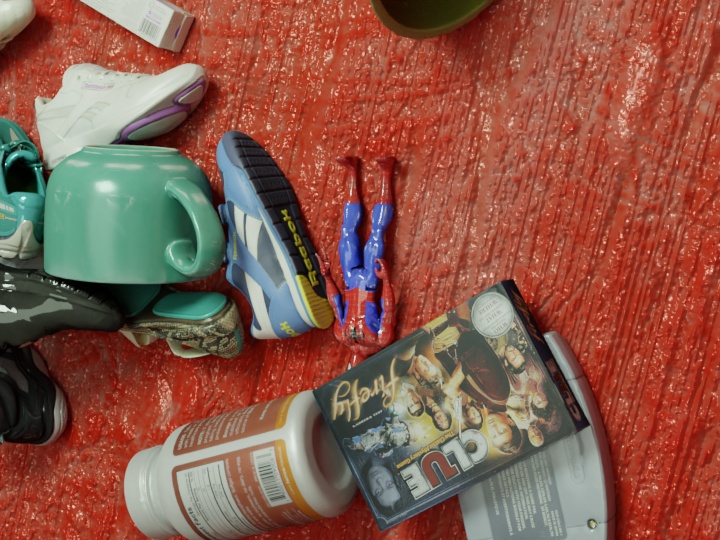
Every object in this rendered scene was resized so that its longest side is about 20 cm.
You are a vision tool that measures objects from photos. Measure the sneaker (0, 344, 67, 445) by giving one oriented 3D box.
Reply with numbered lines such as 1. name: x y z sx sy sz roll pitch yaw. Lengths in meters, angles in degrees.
1. sneaker: -0.383 0.094 1.265 0.075 0.114 0.200 -45 74 20

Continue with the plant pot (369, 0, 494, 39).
1. plant pot: 0.025 -0.324 1.030 0.190 0.200 0.201 43 109 32

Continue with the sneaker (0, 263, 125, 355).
1. sneaker: -0.314 0.038 1.164 0.199 0.076 0.091 11 94 6

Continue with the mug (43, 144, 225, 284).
1. mug: -0.195 -0.054 1.150 0.184 0.152 0.115 4 97 10

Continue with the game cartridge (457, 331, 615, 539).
1. game cartridge: 0.141 0.158 1.060 0.132 0.041 0.201 -13 86 21

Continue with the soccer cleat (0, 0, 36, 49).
1. soccer cleat: -0.399 -0.224 1.291 0.199 0.069 0.078 -15 91 32

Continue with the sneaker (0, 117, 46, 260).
1. sneaker: -0.329 -0.092 1.219 0.080 0.077 0.200 -65 34 29

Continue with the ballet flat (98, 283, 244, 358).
1. ballet flat: -0.187 0.047 1.194 0.199 0.068 0.076 13 133 36

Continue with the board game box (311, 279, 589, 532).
1. board game box: 0.071 0.114 1.054 0.199 0.035 0.136 -32 79 23

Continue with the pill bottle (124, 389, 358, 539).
1. pill bottle: -0.109 0.183 1.139 0.199 0.112 0.113 -17 85 26

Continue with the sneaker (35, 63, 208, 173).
1. sneaker: -0.237 -0.164 1.206 0.199 0.075 0.100 -21 84 25

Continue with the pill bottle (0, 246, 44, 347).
1. pill bottle: -0.386 -0.020 1.258 0.200 0.114 0.115 38 107 11

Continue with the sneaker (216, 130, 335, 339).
1. sneaker: -0.095 -0.029 1.146 0.082 0.074 0.201 -25 80 26

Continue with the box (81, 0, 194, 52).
1. box: -0.250 -0.274 1.228 0.199 0.039 0.042 32 103 21

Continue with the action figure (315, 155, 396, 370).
1. action figure: 0.000 0.000 1.116 0.065 0.052 0.202 2 95 22
